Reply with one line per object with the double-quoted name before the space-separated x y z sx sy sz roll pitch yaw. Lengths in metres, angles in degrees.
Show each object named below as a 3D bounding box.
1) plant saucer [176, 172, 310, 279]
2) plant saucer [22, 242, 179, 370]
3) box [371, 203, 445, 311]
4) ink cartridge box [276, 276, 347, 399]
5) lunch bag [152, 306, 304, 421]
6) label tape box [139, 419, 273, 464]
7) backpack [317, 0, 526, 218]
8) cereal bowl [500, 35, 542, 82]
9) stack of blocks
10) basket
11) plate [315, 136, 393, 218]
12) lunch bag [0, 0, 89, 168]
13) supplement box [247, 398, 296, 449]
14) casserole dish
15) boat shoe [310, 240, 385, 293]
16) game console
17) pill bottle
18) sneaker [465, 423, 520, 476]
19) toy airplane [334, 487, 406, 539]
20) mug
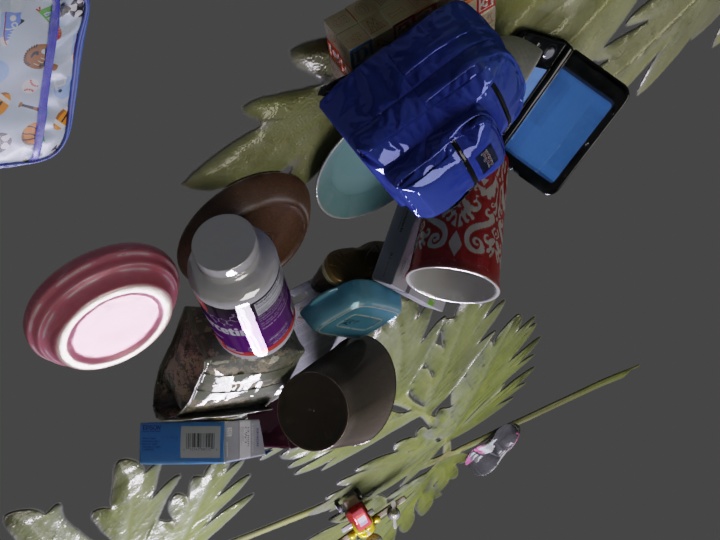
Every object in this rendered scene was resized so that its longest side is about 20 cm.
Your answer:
"plant saucer" -0.143 -0.041 1.156 0.198 0.035 0.201 -28 151 -17
"plant saucer" -0.309 0.054 1.087 0.198 0.051 0.202 -27 150 -17
"box" 0.100 -0.033 1.364 0.199 0.041 0.158 29 81 -60
"ink cartridge box" -0.105 0.097 1.408 0.161 0.057 0.202 -28 130 -17
"lunch bag" -0.198 0.151 1.279 0.162 0.118 0.201 -1 137 -35
"label tape box" -0.236 0.265 1.384 0.141 0.067 0.200 -4 173 15
"backpack" 0.088 -0.172 0.967 0.199 0.169 0.162 -40 159 5
"cereal bowl" 0.144 -0.215 1.127 0.202 0.083 0.200 -57 179 -2
"stack of blocks" 0.061 -0.276 1.017 0.198 0.059 0.116 -32 151 -12
"basket" -0.037 0.195 1.337 0.200 0.134 0.183 -2 107 -72
"plate" 0.019 -0.152 1.188 0.198 0.026 0.201 -29 151 -17
"lunch bag" -0.306 -0.175 0.734 0.159 0.076 0.201 -15 145 -39
"supplement box" -0.087 0.248 1.538 0.198 0.087 0.109 -6 177 -44
"casserole dish" -0.007 0.063 1.341 0.120 0.039 0.199 -31 158 21
"boat shoe" 0.000 0.000 1.352 0.064 0.074 0.198 -31 160 36
"game console" 0.251 -0.218 1.259 0.174 0.117 0.201 -3 136 -46
"pill bottle" -0.147 0.019 1.087 0.111 0.113 0.201 -30 150 -12
"sneaker" 0.391 0.512 2.528 0.200 0.081 0.086 -44 162 23
"toy airplane" 0.008 0.646 2.215 0.198 0.142 0.201 0 134 -49
"mug" 0.138 -0.065 1.263 0.131 0.203 0.178 14 160 -10
